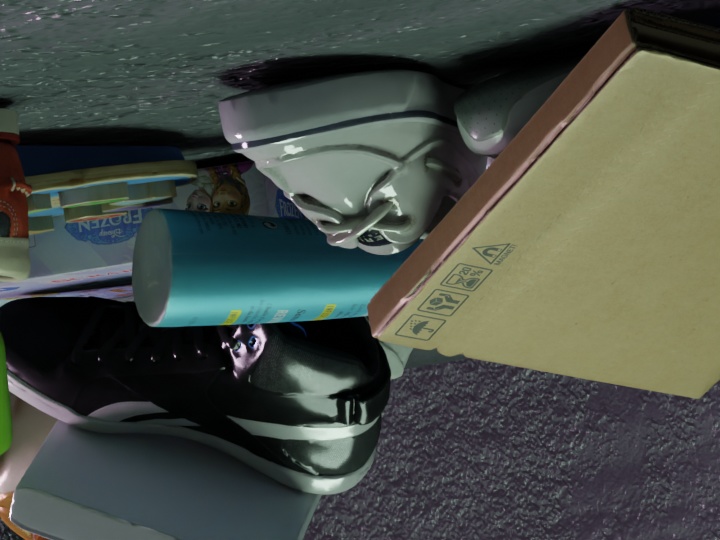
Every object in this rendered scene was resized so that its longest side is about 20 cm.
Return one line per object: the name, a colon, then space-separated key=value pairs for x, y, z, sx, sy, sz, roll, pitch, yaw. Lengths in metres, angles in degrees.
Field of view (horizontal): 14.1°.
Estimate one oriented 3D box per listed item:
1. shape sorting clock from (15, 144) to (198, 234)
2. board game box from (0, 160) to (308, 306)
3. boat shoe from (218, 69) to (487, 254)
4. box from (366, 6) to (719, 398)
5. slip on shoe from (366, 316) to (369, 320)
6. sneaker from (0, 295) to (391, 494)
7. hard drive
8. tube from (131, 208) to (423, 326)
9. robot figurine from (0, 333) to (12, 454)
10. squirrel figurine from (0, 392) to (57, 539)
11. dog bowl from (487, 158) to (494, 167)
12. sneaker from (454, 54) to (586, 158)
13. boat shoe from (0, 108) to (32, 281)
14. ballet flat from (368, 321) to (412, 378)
shape sorting clock: x=-0.167 y=-0.023 z=1.242 sx=0.198 sy=0.040 sz=0.200 roll=-7 pitch=176 yaw=-1
board game box: x=-0.108 y=-0.015 z=1.432 sx=0.199 sy=0.041 sz=0.199 roll=-9 pitch=176 yaw=15
boat shoe: x=0.003 y=-0.039 z=1.147 sx=0.071 sy=0.066 sz=0.200 roll=-9 pitch=176 yaw=17
box: x=0.119 y=-0.019 z=1.135 sx=0.163 sy=0.021 sz=0.200 roll=11 pitch=141 yaw=-27
slip on shoe: x=0.036 y=-0.027 z=1.443 sx=0.074 sy=0.062 sz=0.200 roll=-21 pitch=-175 yaw=20
sneaker: x=-0.079 y=0.027 z=1.384 sx=0.199 sy=0.073 sz=0.112 roll=17 pitch=136 yaw=1
hard drive: x=-0.080 y=0.086 z=1.440 sx=0.131 sy=0.027 sz=0.200 roll=18 pitch=-152 yaw=4
tube: x=0.000 y=0.000 z=1.289 sx=0.199 sy=0.051 sz=0.077 roll=1 pitch=180 yaw=-23
robot figurine: x=-0.258 y=0.064 z=1.297 sx=0.199 sy=0.116 sz=0.176 roll=-15 pitch=-140 yaw=-21
squirrel figurine: x=-0.212 y=0.071 z=1.619 sx=0.185 sy=0.143 sz=0.200 roll=13 pitch=-170 yaw=9
dog bowl: x=0.131 y=-0.045 z=1.351 sx=0.199 sy=0.059 sz=0.200 roll=-7 pitch=176 yaw=0
sneaker: x=0.115 y=-0.047 z=1.169 sx=0.070 sy=0.081 sz=0.200 roll=-9 pitch=174 yaw=42
boat shoe: x=-0.218 y=-0.019 z=1.054 sx=0.198 sy=0.063 sz=0.071 roll=-5 pitch=177 yaw=-11
ballet flat: x=0.011 y=-0.001 z=1.572 sx=0.069 sy=0.070 sz=0.200 roll=-7 pitch=-161 yaw=-1
